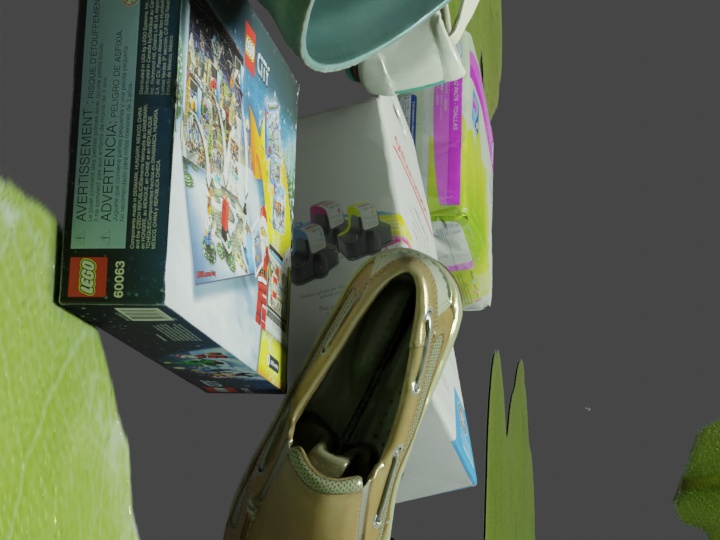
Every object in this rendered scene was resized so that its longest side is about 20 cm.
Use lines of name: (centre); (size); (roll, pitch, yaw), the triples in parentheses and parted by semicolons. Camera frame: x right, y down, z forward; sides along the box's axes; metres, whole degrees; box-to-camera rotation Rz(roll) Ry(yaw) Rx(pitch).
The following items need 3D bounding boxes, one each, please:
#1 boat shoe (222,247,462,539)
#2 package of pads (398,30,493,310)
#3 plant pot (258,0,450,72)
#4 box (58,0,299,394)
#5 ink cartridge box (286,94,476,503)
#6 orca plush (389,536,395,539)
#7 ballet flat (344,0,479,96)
boat shoe: (-0.016, 0.085, 0.767); (0.076, 0.071, 0.202); (-2, 110, -84)
package of pads: (0.063, -0.066, 1.392); (0.200, 0.067, 0.156); (66, 25, -67)
plant pot: (0.006, -0.187, 0.634); (0.200, 0.134, 0.200); (-44, 171, -8)
box: (-0.062, -0.035, 0.698); (0.200, 0.037, 0.138); (54, 36, -75)
ink cartridge box: (0.000, 0.000, 0.902); (0.115, 0.067, 0.202); (63, 16, -59)
orca plush: (-0.009, 0.146, 0.907); (0.201, 0.070, 0.106); (-80, 166, -50)
ballet flat: (0.036, -0.179, 0.869); (0.069, 0.069, 0.202); (39, 57, -78)
